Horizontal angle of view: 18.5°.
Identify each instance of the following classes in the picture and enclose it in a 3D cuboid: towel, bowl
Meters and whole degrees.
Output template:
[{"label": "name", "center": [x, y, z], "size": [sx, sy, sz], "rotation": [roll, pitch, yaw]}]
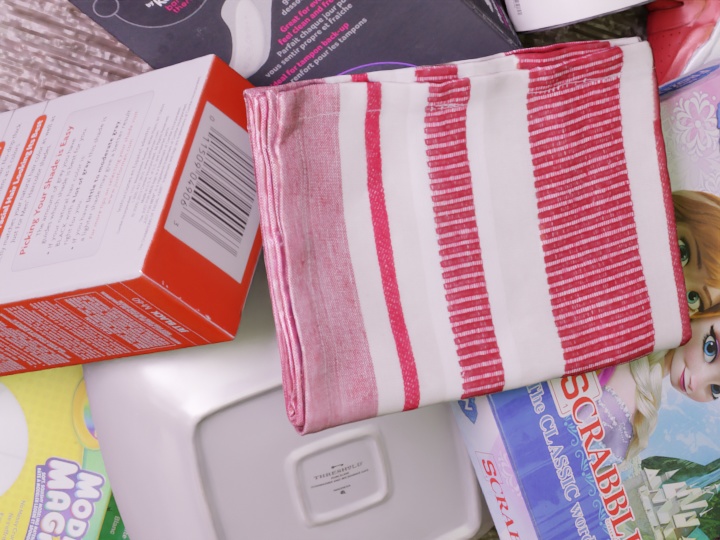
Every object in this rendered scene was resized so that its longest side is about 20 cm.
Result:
[{"label": "towel", "center": [0.051, -0.019, 0.940], "size": [0.200, 0.023, 0.144], "rotation": [-10, 95, -27]}, {"label": "bowl", "center": [-0.018, 0.077, 1.042], "size": [0.200, 0.075, 0.200], "rotation": [-18, 125, -11]}]

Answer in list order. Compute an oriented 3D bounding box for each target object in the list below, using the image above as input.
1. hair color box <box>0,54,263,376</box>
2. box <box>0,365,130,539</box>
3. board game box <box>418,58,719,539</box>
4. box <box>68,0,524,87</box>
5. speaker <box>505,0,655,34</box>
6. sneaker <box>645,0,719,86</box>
[{"label": "hair color box", "center": [-0.128, -0.018, 0.982], "size": [0.064, 0.200, 0.111], "rotation": [38, 57, -38]}, {"label": "box", "center": [-0.190, 0.080, 1.088], "size": [0.200, 0.048, 0.118], "rotation": [15, 97, -11]}, {"label": "board game box", "center": [0.131, 0.028, 1.016], "size": [0.199, 0.041, 0.200], "rotation": [-26, 103, -25]}, {"label": "box", "center": [-0.039, -0.140, 0.989], "size": [0.122, 0.106, 0.200], "rotation": [-38, 131, 17]}, {"label": "speaker", "center": [0.084, -0.215, 1.015], "size": [0.081, 0.081, 0.200], "rotation": [-15, 98, -5]}, {"label": "sneaker", "center": [0.145, -0.180, 1.076], "size": [0.112, 0.071, 0.200], "rotation": [18, 89, -14]}]
